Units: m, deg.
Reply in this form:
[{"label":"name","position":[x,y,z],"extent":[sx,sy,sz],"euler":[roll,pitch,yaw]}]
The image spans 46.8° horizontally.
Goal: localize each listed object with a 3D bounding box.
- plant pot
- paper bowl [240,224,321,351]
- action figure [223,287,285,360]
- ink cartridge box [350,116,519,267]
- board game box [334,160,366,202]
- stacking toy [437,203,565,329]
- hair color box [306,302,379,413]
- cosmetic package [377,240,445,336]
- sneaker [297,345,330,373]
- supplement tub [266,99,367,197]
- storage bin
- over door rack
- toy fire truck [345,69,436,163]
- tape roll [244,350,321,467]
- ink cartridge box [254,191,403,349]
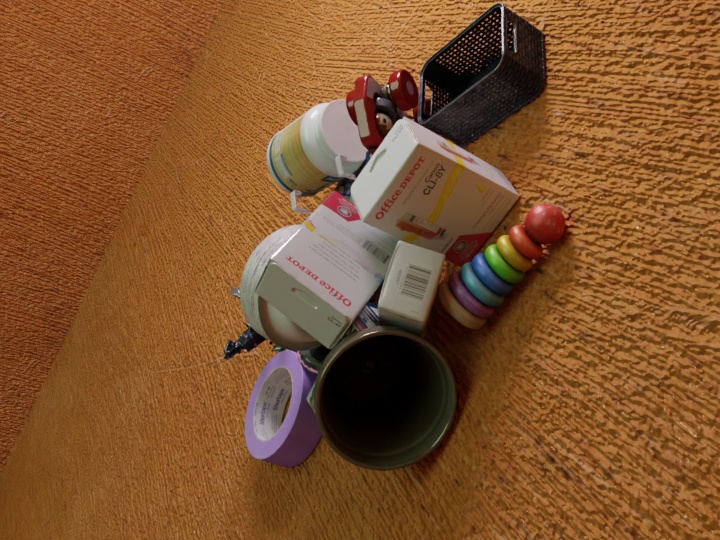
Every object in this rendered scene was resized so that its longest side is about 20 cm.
[{"label":"plant pot","position":[0.022,0.164,1.214],"extent":[0.201,0.199,0.174],"euler":[-64,14,5]},{"label":"paper bowl","position":[-0.087,0.034,1.351],"extent":[0.104,0.200,0.202],"euler":[26,93,47]},{"label":"action figure","position":[-0.171,0.099,1.566],"extent":[0.200,0.194,0.104],"euler":[-41,42,-21]},{"label":"ink cartridge box","position":[0.107,-0.110,1.221],"extent":[0.145,0.199,0.084],"euler":[-54,32,23]},{"label":"board game box","position":[0.019,-0.177,1.586],"extent":[0.200,0.029,0.135],"euler":[28,94,61]},{"label":"stacking toy","position":[0.198,-0.015,1.138],"extent":[0.200,0.085,0.086],"euler":[-48,34,23]},{"label":"hair color box","position":[-0.007,0.161,1.369],"extent":[0.201,0.060,0.100],"euler":[-62,29,11]},{"label":"cosmetic package","position":[0.072,0.037,1.208],"extent":[0.200,0.074,0.102],"euler":[88,-160,-75]},{"label":"sneaker","position":[-0.074,0.094,1.480],"extent":[0.201,0.078,0.096],"euler":[-106,20,-46]},{"label":"supplement tub","position":[-0.078,-0.236,1.611],"extent":[0.200,0.144,0.146],"euler":[-21,53,53]},{"label":"storage bin","position":[0.190,-0.307,1.328],"extent":[0.200,0.093,0.136],"euler":[-32,45,47]},{"label":"over door rack","position":[-0.001,-0.098,1.387],"extent":[0.147,0.199,0.067],"euler":[-30,47,44]},{"label":"toy fire truck","position":[0.054,-0.225,1.393],"extent":[0.112,0.200,0.169],"euler":[-15,56,30]},{"label":"tape roll","position":[-0.133,0.250,1.513],"extent":[0.200,0.065,0.201],"euler":[-36,43,42]},{"label":"ink cartridge box","position":[-0.039,-0.005,1.229],"extent":[0.200,0.147,0.086],"euler":[-50,-5,-43]}]
